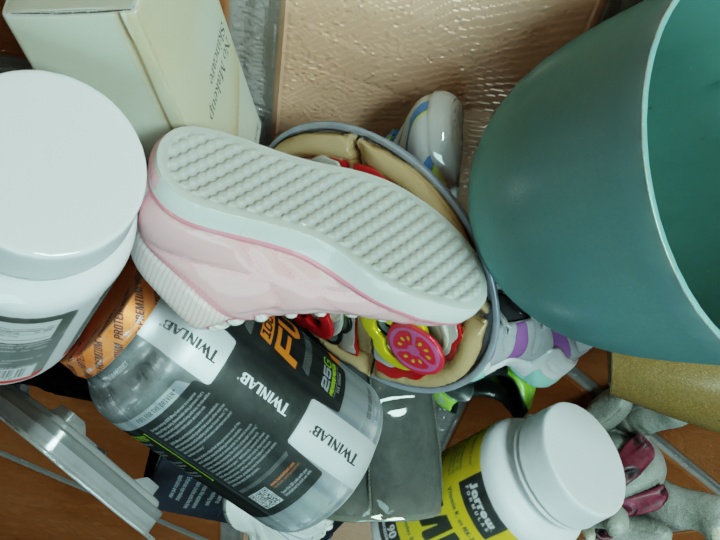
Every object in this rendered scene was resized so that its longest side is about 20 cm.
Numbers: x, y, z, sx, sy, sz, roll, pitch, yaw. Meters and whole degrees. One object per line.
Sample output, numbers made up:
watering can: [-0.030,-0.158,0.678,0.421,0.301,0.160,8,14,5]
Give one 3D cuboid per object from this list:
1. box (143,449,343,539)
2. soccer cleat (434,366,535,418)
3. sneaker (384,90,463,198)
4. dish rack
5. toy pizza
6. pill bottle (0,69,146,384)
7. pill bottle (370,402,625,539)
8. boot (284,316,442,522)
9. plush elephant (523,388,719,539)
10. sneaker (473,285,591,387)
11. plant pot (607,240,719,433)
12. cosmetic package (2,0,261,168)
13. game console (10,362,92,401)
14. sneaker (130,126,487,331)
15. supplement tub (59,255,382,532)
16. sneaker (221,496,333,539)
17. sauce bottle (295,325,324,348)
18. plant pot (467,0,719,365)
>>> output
box: [-0.092,0.160,1.031,0.199,0.118,0.197,15,147,-12]
soccer cleat: [0.056,0.069,0.890,0.199,0.081,0.068,14,148,-12]
sneaker: [0.008,-0.048,0.715,0.105,0.076,0.200,7,150,0]
dish rack: [-0.265,0.162,0.994,0.200,0.044,0.172,12,149,53]
toy pizza: [0.000,0.000,0.697,0.200,0.032,0.201,27,136,29]
pill bottle: [-0.184,-0.017,0.578,0.114,0.114,0.200,18,153,-19]
pill bottle: [0.111,0.191,0.899,0.114,0.115,0.200,26,135,-30]
boot: [-0.020,0.093,0.844,0.181,0.073,0.201,5,106,4]
plush elephant: [0.211,0.198,0.984,0.200,0.155,0.165,-3,109,42]
sneaker: [0.129,0.015,0.779,0.140,0.078,0.200,-42,151,26]
plant pot: [0.262,0.038,0.700,0.199,0.187,0.187,-1,148,11]
cosmetic package: [-0.118,-0.109,0.613,0.073,0.104,0.200,0,149,11]
game console: [-0.287,0.053,0.989,0.199,0.116,0.176,12,118,-10]
sneaker: [-0.035,-0.005,0.611,0.200,0.075,0.105,20,138,-18]
supplement tub: [-0.092,0.076,0.723,0.200,0.123,0.122,40,137,-25]
sneaker: [-0.059,0.216,0.942,0.087,0.075,0.200,-5,147,8]
sauce bottle: [-0.101,0.038,0.886,0.200,0.065,0.065,30,142,-31]
plant pot: [0.156,-0.043,0.590,0.200,0.201,0.161,27,158,-31]
